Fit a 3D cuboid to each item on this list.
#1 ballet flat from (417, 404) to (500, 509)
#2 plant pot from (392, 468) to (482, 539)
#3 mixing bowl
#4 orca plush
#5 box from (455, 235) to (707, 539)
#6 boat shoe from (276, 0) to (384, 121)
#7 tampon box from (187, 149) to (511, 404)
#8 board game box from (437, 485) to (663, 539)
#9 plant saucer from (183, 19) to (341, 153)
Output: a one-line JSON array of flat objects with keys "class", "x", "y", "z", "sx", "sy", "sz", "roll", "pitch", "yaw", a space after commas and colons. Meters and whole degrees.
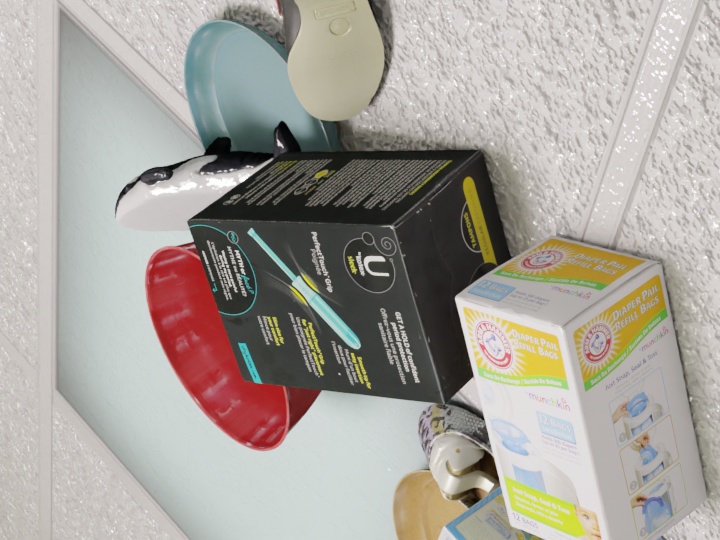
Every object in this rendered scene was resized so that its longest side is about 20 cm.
[{"class": "ballet flat", "x": 0.105, "y": 0.175, "z": 1.496, "sx": 0.200, "sy": 0.072, "sz": 0.072, "roll": 39, "pitch": 144, "yaw": 31}, {"class": "plant pot", "x": 0.104, "y": 0.255, "z": 1.614, "sx": 0.200, "sy": 0.027, "sz": 0.200, "roll": 36, "pitch": 143, "yaw": 33}, {"class": "mixing bowl", "x": -0.087, "y": 0.046, "z": 1.633, "sx": 0.200, "sy": 0.108, "sz": 0.200, "roll": 38, "pitch": 144, "yaw": 34}, {"class": "orca plush", "x": -0.124, "y": -0.090, "z": 1.555, "sx": 0.105, "sy": 0.071, "sz": 0.200, "roll": 25, "pitch": 146, "yaw": -32}, {"class": "box", "x": 0.157, "y": 0.090, "z": 1.313, "sx": 0.112, "sy": 0.101, "sz": 0.200, "roll": 18, "pitch": 130, "yaw": 49}, {"class": "boat shoe", "x": -0.025, "y": -0.196, "z": 1.378, "sx": 0.202, "sy": 0.073, "sz": 0.063, "roll": 80, "pitch": -179, "yaw": -48}, {"class": "tampon box", "x": 0.000, "y": 0.000, "z": 1.406, "sx": 0.200, "sy": 0.126, "sz": 0.150, "roll": 3, "pitch": 121, "yaw": 38}, {"class": "board game box", "x": 0.172, "y": 0.237, "z": 1.388, "sx": 0.200, "sy": 0.134, "sz": 0.034, "roll": 47, "pitch": 148, "yaw": 22}, {"class": "plant saucer", "x": -0.077, "y": -0.120, "z": 1.552, "sx": 0.200, "sy": 0.027, "sz": 0.200, "roll": 37, "pitch": 144, "yaw": 33}]
